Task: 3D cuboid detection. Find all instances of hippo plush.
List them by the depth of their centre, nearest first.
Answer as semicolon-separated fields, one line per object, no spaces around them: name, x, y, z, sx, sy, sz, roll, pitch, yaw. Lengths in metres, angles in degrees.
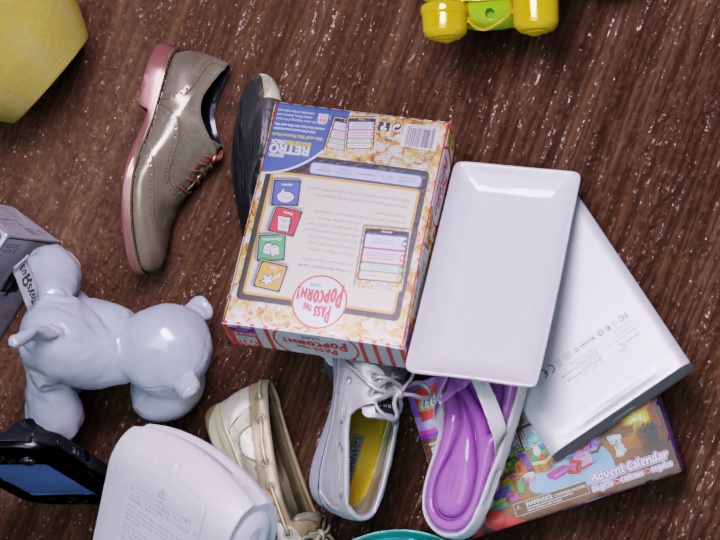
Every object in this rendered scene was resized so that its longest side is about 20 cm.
hippo plush;-0.204;0.050;1.602;0.159;0.201;0.160;0;55;-4

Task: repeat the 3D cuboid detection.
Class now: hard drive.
hard drive;0.159;0.034;1.527;0.131;0.026;0.201;-34;62;7

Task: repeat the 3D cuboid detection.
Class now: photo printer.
photo printer;-0.151;0.236;1.573;0.166;0.069;0.202;26;111;37

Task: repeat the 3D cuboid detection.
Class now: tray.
tray;0.107;0.004;1.505;0.106;0.022;0.201;7;59;14

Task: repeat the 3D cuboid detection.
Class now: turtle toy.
turtle toy;0.131;-0.256;1.541;0.198;0.101;0.147;-2;87;15

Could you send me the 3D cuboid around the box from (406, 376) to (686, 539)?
box;0.150;0.129;1.553;0.199;0.039;0.138;-20;81;14

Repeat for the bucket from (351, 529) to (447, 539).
bucket;0.032;0.310;1.501;0.205;0.135;0.209;-1;96;-7

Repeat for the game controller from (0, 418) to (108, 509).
game controller;-0.269;0.167;1.587;0.103;0.200;0.042;-10;68;12

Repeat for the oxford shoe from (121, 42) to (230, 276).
oxford shoe;-0.158;-0.092;1.631;0.074;0.070;0.202;9;91;10

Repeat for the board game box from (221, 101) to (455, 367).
board game box;-0.015;-0.031;1.528;0.150;0.046;0.202;8;68;13

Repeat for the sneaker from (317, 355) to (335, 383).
sneaker;0.000;0.000;1.585;0.090;0.066;0.202;-8;84;17

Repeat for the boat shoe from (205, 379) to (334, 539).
boat shoe;-0.061;0.192;1.593;0.063;0.073;0.202;-30;73;17

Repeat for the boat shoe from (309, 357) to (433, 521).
boat shoe;0.013;0.105;1.530;0.074;0.086;0.204;14;92;-30

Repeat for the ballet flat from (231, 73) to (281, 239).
ballet flat;-0.075;-0.067;1.623;0.056;0.066;0.202;-3;87;-26

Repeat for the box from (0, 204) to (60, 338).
box;-0.356;0.039;1.654;0.060;0.117;0.201;34;97;14

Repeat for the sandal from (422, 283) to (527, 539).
sandal;0.086;0.111;1.500;0.082;0.050;0.205;3;84;35

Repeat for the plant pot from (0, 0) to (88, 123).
plant pot;-0.319;-0.210;1.631;0.142;0.200;0.200;42;99;-13
